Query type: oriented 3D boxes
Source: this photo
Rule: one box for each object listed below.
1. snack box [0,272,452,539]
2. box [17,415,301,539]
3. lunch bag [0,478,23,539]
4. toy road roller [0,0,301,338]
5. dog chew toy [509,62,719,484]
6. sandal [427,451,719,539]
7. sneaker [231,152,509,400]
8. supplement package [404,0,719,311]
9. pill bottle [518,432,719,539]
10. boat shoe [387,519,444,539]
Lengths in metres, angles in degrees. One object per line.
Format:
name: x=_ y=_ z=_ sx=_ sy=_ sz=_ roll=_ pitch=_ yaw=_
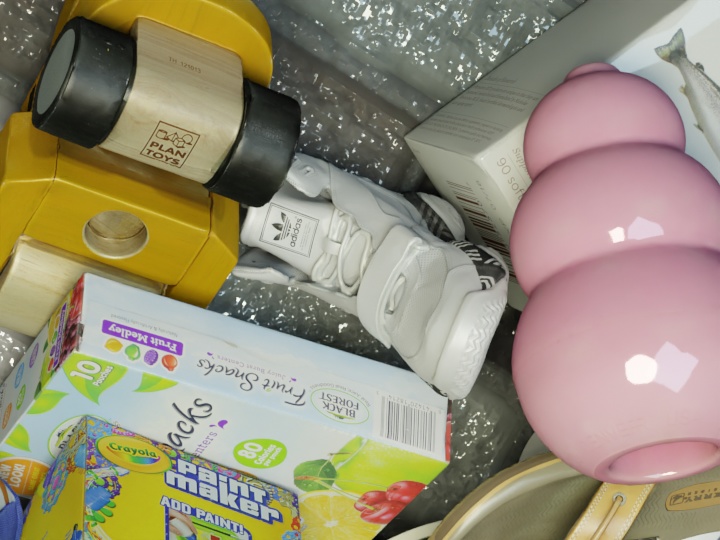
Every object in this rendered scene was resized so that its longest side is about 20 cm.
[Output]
snack box: x=-0.074 y=0.082 z=1.354 sx=0.200 sy=0.142 sz=0.053 roll=18 pitch=51 yaw=-20
box: x=-0.123 y=0.216 z=1.290 sx=0.122 sy=0.193 sz=0.200 roll=21 pitch=123 yaw=-20
lunch bag: x=-0.269 y=0.118 z=1.244 sx=0.199 sy=0.170 sz=0.124 roll=9 pitch=98 yaw=7
toy road roller: x=-0.116 y=-0.067 z=1.344 sx=0.123 sy=0.146 sz=0.200 roll=20 pitch=129 yaw=-20
dog chew toy: x=0.126 y=-0.004 z=1.281 sx=0.124 sy=0.125 sz=0.201 roll=0 pitch=67 yaw=-18
sandal: x=0.125 y=0.127 z=1.336 sx=0.199 sy=0.054 sz=0.080 roll=-9 pitch=136 yaw=-15
sneaker: x=0.000 y=0.000 z=1.338 sx=0.115 sy=0.200 sz=0.075 roll=17 pitch=104 yaw=-14
supplement package: x=0.146 y=-0.076 z=1.413 sx=0.200 sy=0.117 sz=0.117 roll=-37 pitch=106 yaw=-10
pill bottle: x=0.180 y=0.152 z=1.457 sx=0.120 sy=0.120 sz=0.200 roll=-45 pitch=108 yaw=-7
boat shoe: x=0.016 y=0.176 z=1.395 sx=0.199 sy=0.073 sz=0.062 roll=-17 pitch=66 yaw=2
